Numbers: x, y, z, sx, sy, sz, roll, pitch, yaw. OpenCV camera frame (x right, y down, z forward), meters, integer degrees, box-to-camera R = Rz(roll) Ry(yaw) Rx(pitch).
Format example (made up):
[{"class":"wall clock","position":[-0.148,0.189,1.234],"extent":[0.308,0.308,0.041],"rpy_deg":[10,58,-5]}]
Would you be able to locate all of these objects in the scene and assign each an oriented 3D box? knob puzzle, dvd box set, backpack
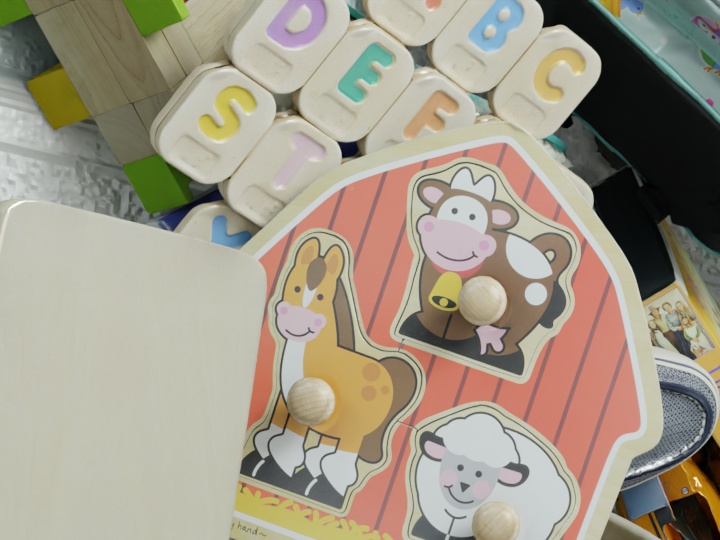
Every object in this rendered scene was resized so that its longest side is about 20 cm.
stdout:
[{"class":"knob puzzle","position":[0.030,0.034,0.994],"extent":[0.030,0.218,0.221],"rpy_deg":[20,65,-81]},{"class":"dvd box set","position":[0.185,0.056,1.229],"extent":[0.200,0.029,0.146],"rpy_deg":[55,11,-22]},{"class":"backpack","position":[0.194,-0.132,1.133],"extent":[0.176,0.154,0.200],"rpy_deg":[43,54,16]}]

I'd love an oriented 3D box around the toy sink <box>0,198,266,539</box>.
[{"class":"toy sink","position":[-0.133,0.081,0.973],"extent":[0.130,0.112,0.201],"rpy_deg":[14,81,-37]}]

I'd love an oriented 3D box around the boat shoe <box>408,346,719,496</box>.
[{"class":"boat shoe","position":[0.087,0.086,1.079],"extent":[0.199,0.093,0.075],"rpy_deg":[-9,111,-20]}]

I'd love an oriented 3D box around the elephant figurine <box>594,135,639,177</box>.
[{"class":"elephant figurine","position":[0.181,-0.107,1.264],"extent":[0.199,0.155,0.142],"rpy_deg":[10,121,-28]}]

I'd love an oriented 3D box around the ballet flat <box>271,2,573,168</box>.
[{"class":"ballet flat","position":[0.016,-0.067,1.088],"extent":[0.200,0.072,0.072],"rpy_deg":[28,67,-45]}]

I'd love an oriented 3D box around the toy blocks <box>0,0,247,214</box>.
[{"class":"toy blocks","position":[-0.089,-0.148,1.063],"extent":[0.137,0.100,0.201],"rpy_deg":[-47,114,-46]}]

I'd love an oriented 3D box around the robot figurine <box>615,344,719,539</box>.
[{"class":"robot figurine","position":[0.173,0.145,1.229],"extent":[0.201,0.058,0.145],"rpy_deg":[67,18,-10]}]

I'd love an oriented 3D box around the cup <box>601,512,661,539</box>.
[{"class":"cup","position":[0.047,0.198,1.074],"extent":[0.200,0.200,0.144],"rpy_deg":[-9,116,-40]}]

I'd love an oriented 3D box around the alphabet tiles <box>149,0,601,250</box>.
[{"class":"alphabet tiles","position":[0.009,-0.042,1.036],"extent":[0.200,0.015,0.196],"rpy_deg":[34,100,-34]}]

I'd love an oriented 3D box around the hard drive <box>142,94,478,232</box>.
[{"class":"hard drive","position":[0.000,0.000,1.126],"extent":[0.200,0.025,0.132],"rpy_deg":[-30,103,-38]}]
